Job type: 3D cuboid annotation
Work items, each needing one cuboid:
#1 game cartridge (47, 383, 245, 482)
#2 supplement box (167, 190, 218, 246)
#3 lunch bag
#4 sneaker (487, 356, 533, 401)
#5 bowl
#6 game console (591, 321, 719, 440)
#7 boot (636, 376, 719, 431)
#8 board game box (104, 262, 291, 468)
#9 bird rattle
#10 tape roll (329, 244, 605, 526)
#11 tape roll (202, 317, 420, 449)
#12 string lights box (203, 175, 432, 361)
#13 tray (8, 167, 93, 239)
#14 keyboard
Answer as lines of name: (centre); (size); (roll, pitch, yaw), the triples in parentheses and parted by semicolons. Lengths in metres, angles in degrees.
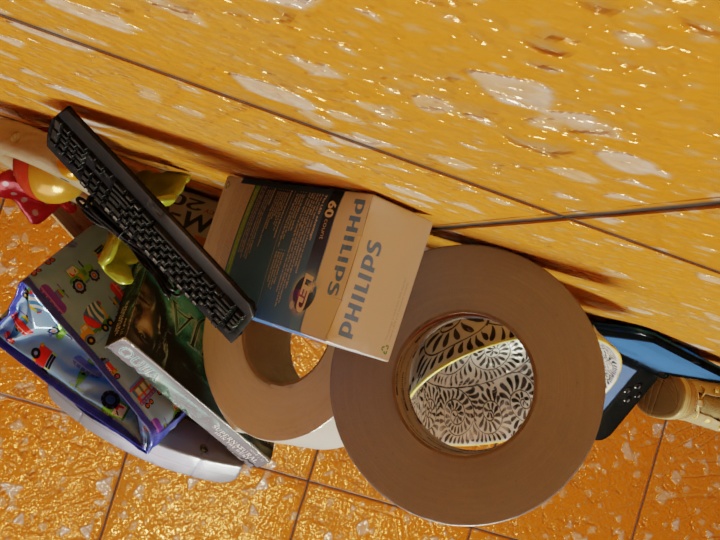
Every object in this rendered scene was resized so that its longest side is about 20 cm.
game cartridge: (-0.194, 0.122, 1.096); (0.199, 0.041, 0.133); (27, -145, -6)
supplement box: (-0.186, -0.041, 1.232); (0.125, 0.074, 0.200); (17, 177, -15)
lunch bag: (-0.215, 0.064, 1.059); (0.200, 0.094, 0.151); (42, -143, -2)
sneaker: (0.134, 0.092, 1.130); (0.198, 0.076, 0.078); (12, 170, 2)
bowl: (0.125, 0.071, 1.017); (0.199, 0.095, 0.201); (-9, 147, -6)
game console: (0.274, 0.125, 1.201); (0.199, 0.171, 0.118); (24, -161, -36)
boot: (0.430, 0.169, 1.480); (0.154, 0.073, 0.200); (19, 178, -12)
board game box: (-0.144, 0.076, 1.057); (0.028, 0.136, 0.200); (-24, 127, 29)
bird rattle: (-0.252, -0.088, 0.969); (0.199, 0.113, 0.163); (30, 170, 23)
tape roll: (0.080, 0.084, 0.838); (0.199, 0.202, 0.066); (16, 178, 12)
tape roll: (-0.046, 0.056, 1.001); (0.201, 0.204, 0.071); (15, 177, 38)
string lights box: (-0.044, -0.007, 0.825); (0.059, 0.104, 0.199); (21, 175, -36)
tray: (-0.284, -0.043, 1.179); (0.098, 0.037, 0.200); (35, 165, 47)
keyboard: (-0.157, -0.025, 0.823); (0.200, 0.021, 0.127); (47, 157, 1)
